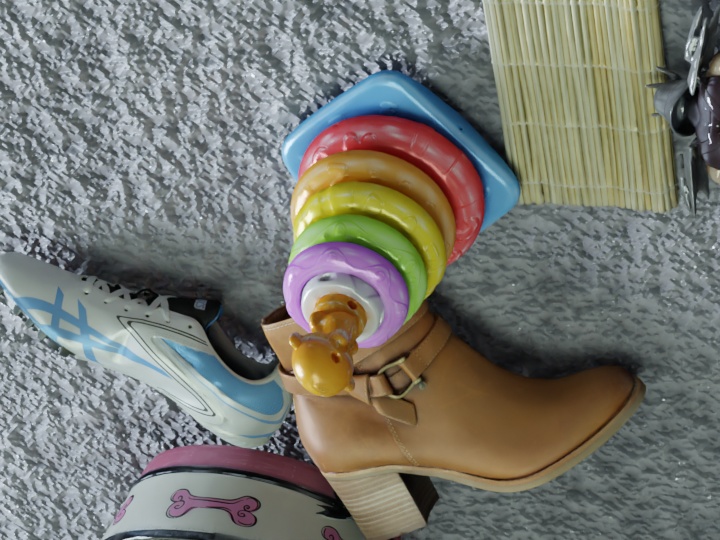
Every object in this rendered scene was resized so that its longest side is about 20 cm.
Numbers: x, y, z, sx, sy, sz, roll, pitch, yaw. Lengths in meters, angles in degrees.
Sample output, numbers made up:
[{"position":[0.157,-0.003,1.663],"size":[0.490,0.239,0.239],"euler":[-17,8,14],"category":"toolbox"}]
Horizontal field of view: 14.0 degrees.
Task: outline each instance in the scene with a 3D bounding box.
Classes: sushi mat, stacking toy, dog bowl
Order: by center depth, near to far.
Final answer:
[{"position":[0.117,-0.112,1.583],"size":[0.095,0.012,0.200],"euler":[3,132,16],"category":"sushi mat"},{"position":[0.000,0.000,1.590],"size":[0.116,0.200,0.110],"euler":[41,130,-18],"category":"stacking toy"},{"position":[-0.062,0.176,1.825],"size":[0.199,0.074,0.200],"euler":[12,155,6],"category":"dog bowl"}]

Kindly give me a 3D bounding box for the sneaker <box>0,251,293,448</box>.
[{"position":[-0.129,0.034,1.765],"size":[0.200,0.072,0.073],"euler":[27,99,-3],"category":"sneaker"}]

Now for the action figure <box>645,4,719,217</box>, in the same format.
[{"position":[0.239,-0.074,1.527],"size":[0.199,0.069,0.130],"euler":[14,130,27],"category":"action figure"}]

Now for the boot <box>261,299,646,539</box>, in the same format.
[{"position":[0.052,0.058,1.718],"size":[0.200,0.074,0.155],"euler":[-24,104,8],"category":"boot"}]
